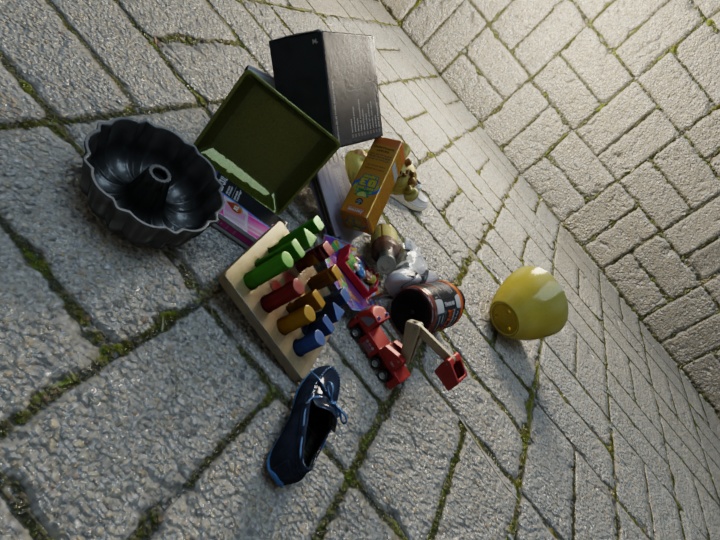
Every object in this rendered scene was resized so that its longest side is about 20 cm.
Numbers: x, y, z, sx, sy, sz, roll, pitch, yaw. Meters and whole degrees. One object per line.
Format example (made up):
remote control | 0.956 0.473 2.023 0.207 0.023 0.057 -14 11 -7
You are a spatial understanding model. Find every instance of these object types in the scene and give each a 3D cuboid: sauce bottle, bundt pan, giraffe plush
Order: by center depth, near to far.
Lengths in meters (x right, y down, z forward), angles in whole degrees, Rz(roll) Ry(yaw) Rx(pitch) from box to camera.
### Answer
bundt pan | -0.300 -0.116 0.745 0.200 0.076 0.204 29 40 -28
sauce bottle | 0.051 -0.045 1.110 0.066 0.066 0.200 42 18 -13
giraffe plush | 0.061 -0.214 1.207 0.174 0.160 0.201 64 29 -21

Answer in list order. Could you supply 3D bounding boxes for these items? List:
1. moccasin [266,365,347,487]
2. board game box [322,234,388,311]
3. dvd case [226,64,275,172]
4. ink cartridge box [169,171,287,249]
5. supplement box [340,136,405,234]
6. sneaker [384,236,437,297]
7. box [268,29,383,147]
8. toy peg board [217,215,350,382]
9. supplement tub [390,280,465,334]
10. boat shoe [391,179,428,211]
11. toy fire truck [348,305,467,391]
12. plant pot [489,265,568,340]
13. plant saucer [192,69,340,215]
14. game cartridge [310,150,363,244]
moccasin | -0.057 0.210 0.723 0.081 0.068 0.201 52 32 -23
board game box | 0.000 0.000 1.013 0.199 0.039 0.160 16 49 -63
dvd case | -0.175 -0.275 1.021 0.149 0.025 0.203 17 77 -33
ink cartridge box | -0.218 -0.102 0.890 0.199 0.037 0.095 34 35 -22
supplement box | 0.028 -0.179 1.084 0.069 0.066 0.202 68 41 -63
sneaker | 0.092 -0.008 1.163 0.199 0.075 0.116 0 56 -59
box | -0.059 -0.344 1.010 0.196 0.122 0.203 -34 122 -56
toy peg board | -0.087 0.027 0.824 0.200 0.097 0.200 56 29 -14
supplement tub | 0.155 0.077 1.118 0.199 0.107 0.108 -8 63 -55
boat shoe | 0.133 -0.230 1.454 0.198 0.068 0.073 26 38 -36
toy fire truck | 0.080 0.135 0.922 0.201 0.141 0.049 57 31 11
plant pot | 0.430 0.106 1.399 0.141 0.200 0.202 -22 73 -31
plant saucer | -0.169 -0.223 0.921 0.199 0.200 0.048 33 31 -26
game cartridge | -0.056 -0.156 1.093 0.130 0.038 0.203 -39 115 -64
